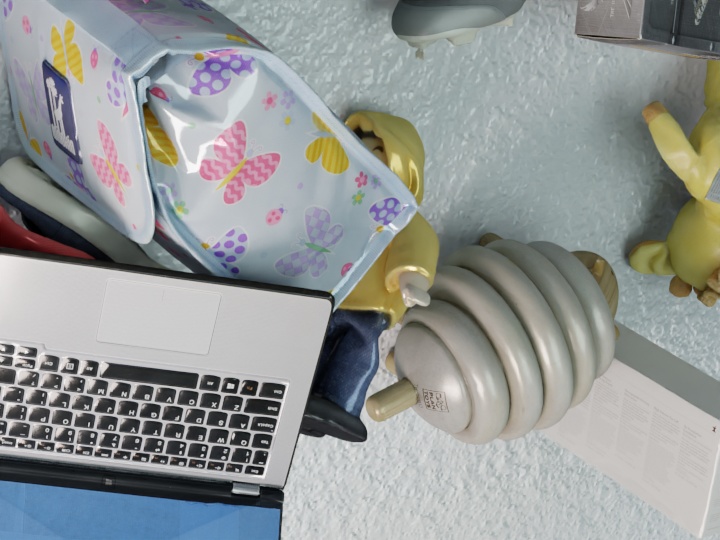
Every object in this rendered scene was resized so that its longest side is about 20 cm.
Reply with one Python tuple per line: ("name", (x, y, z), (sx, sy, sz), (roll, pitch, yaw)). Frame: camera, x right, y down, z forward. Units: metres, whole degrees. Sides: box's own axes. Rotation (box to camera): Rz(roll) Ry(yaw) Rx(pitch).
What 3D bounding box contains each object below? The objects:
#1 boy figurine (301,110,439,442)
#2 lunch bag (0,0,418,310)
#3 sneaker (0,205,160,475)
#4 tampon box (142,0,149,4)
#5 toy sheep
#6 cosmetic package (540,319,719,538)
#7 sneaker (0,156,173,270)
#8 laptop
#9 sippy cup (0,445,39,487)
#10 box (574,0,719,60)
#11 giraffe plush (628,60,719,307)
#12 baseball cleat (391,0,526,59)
("boy figurine", (0.000, 0.000, 1.146), (0.064, 0.124, 0.202), (26, 76, -38))
("lunch bag", (-0.096, -0.076, 0.995), (0.127, 0.169, 0.200), (-48, 135, -5))
("sneaker", (-0.145, 0.040, 1.004), (0.200, 0.074, 0.087), (36, 122, -20))
("tampon box", (-0.086, -0.260, 0.902), (0.200, 0.126, 0.150), (-41, 127, 5))
("toy sheep", (0.084, 0.045, 1.222), (0.199, 0.138, 0.139), (-31, 128, -23))
("cosmetic package", (0.179, 0.090, 1.275), (0.050, 0.200, 0.083), (-10, 118, -34))
("sneaker", (-0.144, 0.020, 1.071), (0.085, 0.075, 0.200), (-46, 128, -1))
("laptop", (-0.118, 0.110, 0.945), (0.186, 0.116, 0.201), (8, 123, -13))
("sippy cup", (-0.202, 0.140, 1.052), (0.177, 0.139, 0.132), (-15, 110, -46))
("box", (0.200, -0.234, 1.184), (0.158, 0.048, 0.202), (-2, 99, -52))
("giraffe plush", (0.272, -0.049, 1.329), (0.200, 0.172, 0.163), (-37, 152, -32))
("baseball cleat", (0.088, -0.205, 1.157), (0.199, 0.069, 0.107), (-31, 122, -36))
